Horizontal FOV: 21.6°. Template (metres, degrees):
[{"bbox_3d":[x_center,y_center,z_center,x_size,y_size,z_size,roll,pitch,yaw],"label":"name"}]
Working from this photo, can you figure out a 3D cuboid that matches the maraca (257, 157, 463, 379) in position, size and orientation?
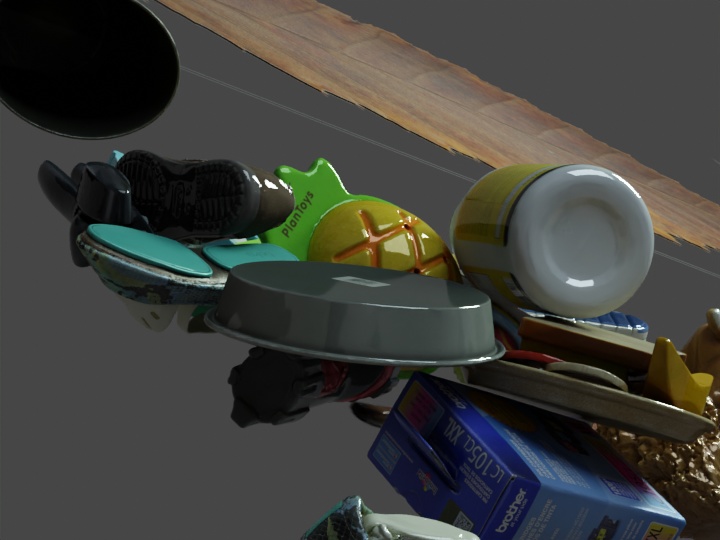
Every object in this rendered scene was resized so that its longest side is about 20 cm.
[{"bbox_3d":[0.000,0.000,1.457,0.200,0.137,0.107,39,-35,-18],"label":"maraca"}]

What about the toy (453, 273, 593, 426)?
[{"bbox_3d":[0.109,0.070,1.546,0.200,0.115,0.047,27,58,6],"label":"toy"}]

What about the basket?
[{"bbox_3d":[-0.270,-0.213,1.696,0.180,0.136,0.200,17,14,-24],"label":"basket"}]

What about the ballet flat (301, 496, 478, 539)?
[{"bbox_3d":[0.062,0.182,1.022,0.200,0.074,0.074,26,14,-13],"label":"ballet flat"}]

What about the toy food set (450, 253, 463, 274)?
[{"bbox_3d":[0.087,-0.013,1.703,0.200,0.060,0.143,6,-8,46],"label":"toy food set"}]

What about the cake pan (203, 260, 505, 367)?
[{"bbox_3d":[-0.002,0.025,1.241,0.200,0.037,0.200,6,8,-1],"label":"cake pan"}]

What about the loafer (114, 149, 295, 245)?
[{"bbox_3d":[-0.121,-0.047,1.410,0.071,0.073,0.200,10,0,-39],"label":"loafer"}]

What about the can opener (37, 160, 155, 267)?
[{"bbox_3d":[-0.193,-0.047,1.392,0.063,0.079,0.200,14,9,-23],"label":"can opener"}]

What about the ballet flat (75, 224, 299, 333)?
[{"bbox_3d":[-0.121,0.013,1.302,0.200,0.074,0.074,8,24,-46],"label":"ballet flat"}]

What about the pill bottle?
[{"bbox_3d":[0.135,-0.025,1.431,0.112,0.112,0.200,25,-3,-15],"label":"pill bottle"}]

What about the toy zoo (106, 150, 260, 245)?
[{"bbox_3d":[-0.131,-0.048,1.598,0.200,0.020,0.131,33,14,13],"label":"toy zoo"}]

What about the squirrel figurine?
[{"bbox_3d":[0.286,0.124,1.500,0.200,0.142,0.187,-3,55,-24],"label":"squirrel figurine"}]

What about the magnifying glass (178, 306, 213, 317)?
[{"bbox_3d":[-0.087,0.019,1.445,0.080,0.022,0.200,38,15,34],"label":"magnifying glass"}]

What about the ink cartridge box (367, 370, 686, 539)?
[{"bbox_3d":[0.099,0.143,1.261,0.200,0.076,0.136,17,18,-37],"label":"ink cartridge box"}]

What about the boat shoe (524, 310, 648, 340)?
[{"bbox_3d":[0.144,0.064,1.623,0.200,0.072,0.072,10,12,1],"label":"boat shoe"}]

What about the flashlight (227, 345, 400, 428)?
[{"bbox_3d":[-0.026,0.064,1.288,0.068,0.068,0.200,-8,-2,17],"label":"flashlight"}]

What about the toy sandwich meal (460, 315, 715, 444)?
[{"bbox_3d":[0.162,0.067,1.310,0.205,0.070,0.205,15,-5,1],"label":"toy sandwich meal"}]
